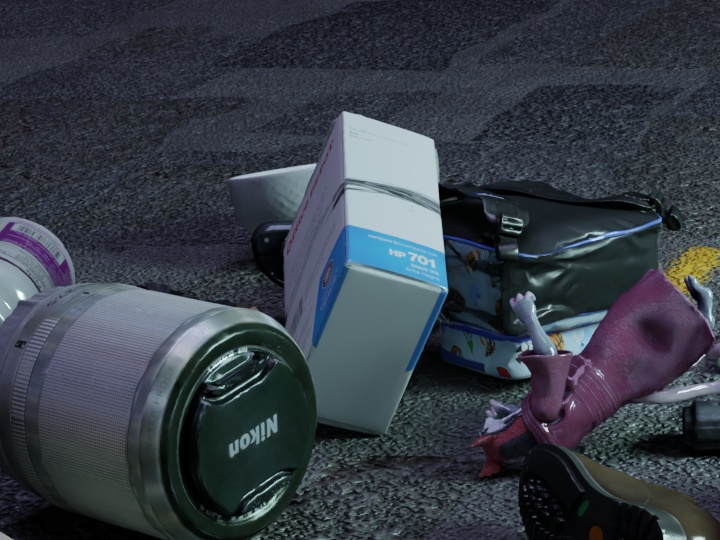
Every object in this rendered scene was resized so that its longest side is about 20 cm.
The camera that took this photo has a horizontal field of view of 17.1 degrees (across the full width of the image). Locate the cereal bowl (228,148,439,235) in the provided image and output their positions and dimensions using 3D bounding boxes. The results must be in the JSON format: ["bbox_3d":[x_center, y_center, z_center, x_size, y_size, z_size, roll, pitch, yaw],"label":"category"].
[{"bbox_3d":[-0.021,-0.061,2.246,0.199,0.084,0.200,-7,4,1],"label":"cereal bowl"}]

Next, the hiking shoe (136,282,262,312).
[{"bbox_3d":[-0.124,0.058,1.939,0.100,0.076,0.200,13,2,-29],"label":"hiking shoe"}]

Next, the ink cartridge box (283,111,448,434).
[{"bbox_3d":[0.000,0.000,1.802,0.085,0.147,0.200,15,35,-11],"label":"ink cartridge box"}]

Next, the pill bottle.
[{"bbox_3d":[-0.306,0.032,1.975,0.112,0.113,0.200,-3,16,6],"label":"pill bottle"}]

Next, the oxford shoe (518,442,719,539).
[{"bbox_3d":[0.164,0.160,1.495,0.084,0.073,0.200,5,13,-28],"label":"oxford shoe"}]

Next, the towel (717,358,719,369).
[{"bbox_3d":[0.381,0.042,1.897,0.148,0.031,0.200,3,17,27],"label":"towel"}]

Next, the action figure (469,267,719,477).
[{"bbox_3d":[0.164,0.089,1.692,0.200,0.134,0.149,-40,63,-15],"label":"action figure"}]

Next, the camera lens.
[{"bbox_3d":[-0.141,0.095,1.616,0.199,0.161,0.160,10,21,42],"label":"camera lens"}]

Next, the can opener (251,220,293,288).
[{"bbox_3d":[0.004,-0.018,2.022,0.199,0.064,0.079,-2,15,12],"label":"can opener"}]

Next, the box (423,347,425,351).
[{"bbox_3d":[0.004,0.025,2.051,0.109,0.035,0.200,-3,16,5],"label":"box"}]

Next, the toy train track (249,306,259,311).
[{"bbox_3d":[-0.080,0.096,1.809,0.115,0.033,0.200,44,45,14],"label":"toy train track"}]

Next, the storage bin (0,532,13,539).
[{"bbox_3d":[-0.263,0.200,1.402,0.198,0.094,0.200,-15,18,-32],"label":"storage bin"}]

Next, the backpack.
[{"bbox_3d":[0.125,-0.002,1.905,0.199,0.155,0.190,-7,21,-37],"label":"backpack"}]

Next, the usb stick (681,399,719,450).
[{"bbox_3d":[0.326,0.105,1.682,0.199,0.033,0.055,-3,17,8],"label":"usb stick"}]
